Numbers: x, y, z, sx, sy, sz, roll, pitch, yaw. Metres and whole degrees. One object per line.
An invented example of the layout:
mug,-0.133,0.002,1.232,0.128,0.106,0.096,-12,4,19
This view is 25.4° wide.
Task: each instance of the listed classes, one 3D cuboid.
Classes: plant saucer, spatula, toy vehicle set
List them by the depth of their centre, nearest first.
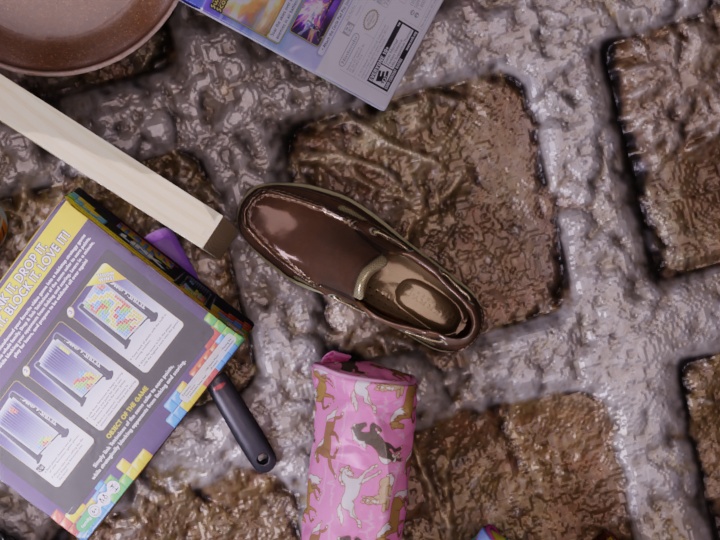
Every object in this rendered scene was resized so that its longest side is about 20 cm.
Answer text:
plant saucer,-0.212,-0.232,1.083,0.199,0.037,0.201,-1,96,-11
toy vehicle set,-0.180,-0.074,1.119,0.200,0.124,0.027,32,87,1
spatula,-0.118,0.065,1.195,0.056,0.021,0.201,-30,96,-4

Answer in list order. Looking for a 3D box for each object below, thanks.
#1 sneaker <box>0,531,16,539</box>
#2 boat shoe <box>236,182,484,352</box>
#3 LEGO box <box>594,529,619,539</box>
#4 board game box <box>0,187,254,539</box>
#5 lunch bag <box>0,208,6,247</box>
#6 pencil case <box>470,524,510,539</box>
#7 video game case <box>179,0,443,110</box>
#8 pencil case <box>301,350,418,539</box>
sneaker,-0.295,0.216,1.181,0.200,0.075,0.079,43,77,-11
boat shoe,0.003,-0.006,1.169,0.202,0.075,0.075,26,92,-4
LEGO box,0.177,0.322,1.200,0.149,0.077,0.200,43,91,-6
board game box,-0.202,0.069,1.161,0.165,0.057,0.200,39,101,-4
lunch bag,-0.364,-0.004,1.145,0.160,0.076,0.200,36,91,-3
pencil case,0.054,0.282,1.188,0.088,0.088,0.200,44,89,-5
video game case,-0.009,-0.238,1.115,0.181,0.045,0.201,24,96,-42
pencil case,-0.007,0.164,1.177,0.086,0.083,0.201,9,94,5
